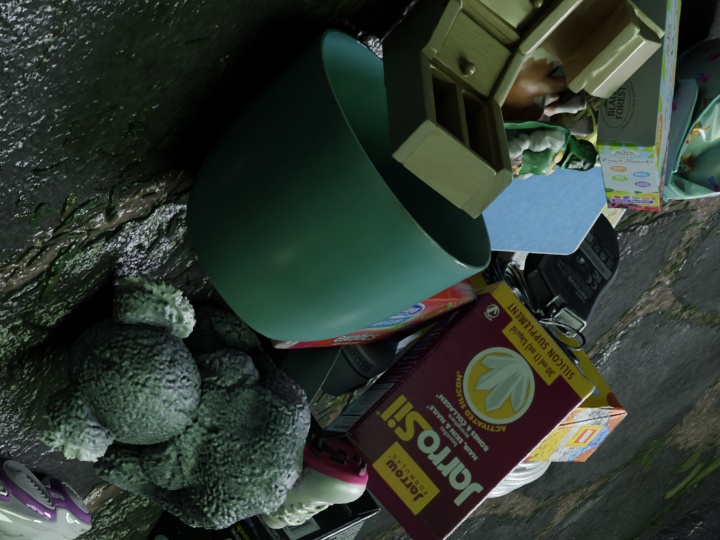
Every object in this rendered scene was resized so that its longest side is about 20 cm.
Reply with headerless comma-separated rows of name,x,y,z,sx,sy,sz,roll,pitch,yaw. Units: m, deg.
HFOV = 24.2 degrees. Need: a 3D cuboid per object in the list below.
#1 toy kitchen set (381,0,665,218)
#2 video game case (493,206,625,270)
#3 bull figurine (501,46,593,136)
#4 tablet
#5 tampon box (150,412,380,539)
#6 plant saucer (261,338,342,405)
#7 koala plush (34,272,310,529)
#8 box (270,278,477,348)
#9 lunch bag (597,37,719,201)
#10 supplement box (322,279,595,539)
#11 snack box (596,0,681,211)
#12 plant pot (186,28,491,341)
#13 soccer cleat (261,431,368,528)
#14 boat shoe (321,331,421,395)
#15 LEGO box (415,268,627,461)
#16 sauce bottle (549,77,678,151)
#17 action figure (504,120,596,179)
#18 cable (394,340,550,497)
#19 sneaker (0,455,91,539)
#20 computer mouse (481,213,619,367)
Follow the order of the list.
toy kitchen set,0.141,-0.148,1.191,0.162,0.181,0.200,34,117,-22
video game case,0.238,-0.082,1.751,0.181,0.023,0.201,-21,151,-38
bull figurine,0.135,-0.153,1.385,0.120,0.066,0.200,-3,161,0
tablet,0.136,-0.063,1.542,0.198,0.014,0.131,3,140,-24
tampon box,-0.101,0.263,1.705,0.125,0.150,0.201,-17,149,-43
plant saucer,-0.084,0.108,1.491,0.200,0.036,0.200,-51,-167,16
koala plush,-0.153,0.099,1.330,0.178,0.183,0.200,-53,133,-6
box,0.000,0.000,1.411,0.095,0.101,0.199,-29,164,29
lunch bag,0.323,-0.134,1.582,0.199,0.123,0.170,-34,-166,-14
supplement box,0.085,0.124,1.484,0.200,0.131,0.103,-44,-175,-13
snack box,0.231,-0.168,1.385,0.052,0.203,0.142,3,162,15
plant pot,-0.028,-0.045,1.207,0.160,0.202,0.200,-33,160,19
soccer cleat,-0.047,0.185,1.425,0.087,0.069,0.200,-70,-163,-2
boat shoe,0.002,0.061,1.552,0.065,0.074,0.200,-38,179,19
LEGO box,0.149,0.089,1.676,0.148,0.201,0.077,7,130,-45
sauce bottle,0.198,-0.129,1.545,0.200,0.066,0.066,-41,158,16
action figure,0.099,-0.094,1.375,0.197,0.055,0.118,-3,159,-10
cable,0.119,0.139,1.750,0.198,0.201,0.069,-3,145,-43
sneaker,-0.297,0.216,1.414,0.099,0.075,0.200,-40,157,-1
computer mouse,0.193,0.007,1.678,0.053,0.139,0.200,-30,-167,44
